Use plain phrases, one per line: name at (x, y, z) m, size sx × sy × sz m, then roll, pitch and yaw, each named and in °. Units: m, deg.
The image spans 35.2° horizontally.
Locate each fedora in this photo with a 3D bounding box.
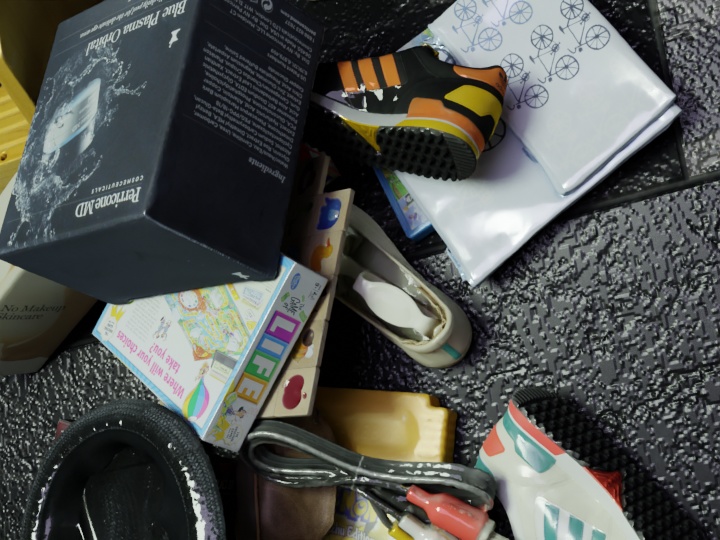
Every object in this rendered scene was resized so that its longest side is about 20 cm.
fedora at (-0.147, 0.195, 0.794) m, size 0.198 × 0.091 × 0.203 m, roll -8°, pitch 73°, yaw 28°

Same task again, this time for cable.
cable at (0.011, 0.150, 0.762) m, size 0.198 × 0.051 × 0.098 m, roll 24°, pitch 134°, yaw -1°

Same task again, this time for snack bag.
snack bag at (0.103, -0.119, 0.839) m, size 0.200 × 0.021 × 0.189 m, roll -41°, pitch 64°, yaw 14°

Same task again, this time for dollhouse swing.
dollhouse swing at (-0.309, -0.178, 0.968) m, size 0.180 × 0.176 × 0.202 m, roll -14°, pitch 54°, yaw 24°

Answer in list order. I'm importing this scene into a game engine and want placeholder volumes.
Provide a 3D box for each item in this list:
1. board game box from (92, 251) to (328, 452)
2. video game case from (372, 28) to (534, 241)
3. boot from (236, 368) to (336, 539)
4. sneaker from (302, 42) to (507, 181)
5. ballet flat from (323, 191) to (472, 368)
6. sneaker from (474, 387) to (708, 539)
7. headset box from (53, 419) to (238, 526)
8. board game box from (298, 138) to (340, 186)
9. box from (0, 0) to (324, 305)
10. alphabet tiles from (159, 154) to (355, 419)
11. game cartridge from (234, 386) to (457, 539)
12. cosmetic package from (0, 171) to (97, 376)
board game box at (-0.119, 0.028, 0.841) m, size 0.199 × 0.034 × 0.136 m, roll 30°, pitch 92°, yaw 50°
video game case at (0.090, -0.135, 0.872) m, size 0.199 × 0.018 × 0.144 m, roll -33°, pitch 66°, yaw 17°
boot at (-0.058, 0.110, 0.852) m, size 0.074 × 0.074 × 0.202 m, roll -3°, pitch 68°, yaw -4°
sneaker at (0.019, -0.131, 0.847) m, size 0.199 × 0.070 × 0.091 m, roll 19°, pitch 66°, yaw 34°
ballet flat at (0.000, 0.000, 0.851) m, size 0.199 × 0.069 × 0.070 m, roll 37°, pitch 96°, yaw 23°
sneaker at (0.152, 0.176, 0.753) m, size 0.200 × 0.070 × 0.094 m, roll 47°, pitch 121°, yaw 24°
headset box at (-0.183, 0.215, 0.904) m, size 0.147 × 0.077 × 0.203 m, roll 9°, pitch 82°, yaw 28°
board game box at (-0.133, -0.087, 0.961) m, size 0.199 × 0.046 × 0.153 m, roll -36°, pitch 65°, yaw 16°
box at (-0.145, -0.094, 0.820) m, size 0.195 × 0.117 × 0.202 m, roll -10°, pitch 63°, yaw 44°
alphabet tiles at (-0.077, 0.013, 0.842) m, size 0.166 × 0.008 × 0.202 m, roll -9°, pitch 62°, yaw 42°
game cartridge at (-0.018, 0.189, 0.849) m, size 0.174 × 0.032 × 0.203 m, roll 0°, pitch 80°, yaw 28°
cosmetic package at (-0.280, 0.008, 0.955) m, size 0.200 × 0.105 × 0.072 m, roll -44°, pitch 63°, yaw 34°
